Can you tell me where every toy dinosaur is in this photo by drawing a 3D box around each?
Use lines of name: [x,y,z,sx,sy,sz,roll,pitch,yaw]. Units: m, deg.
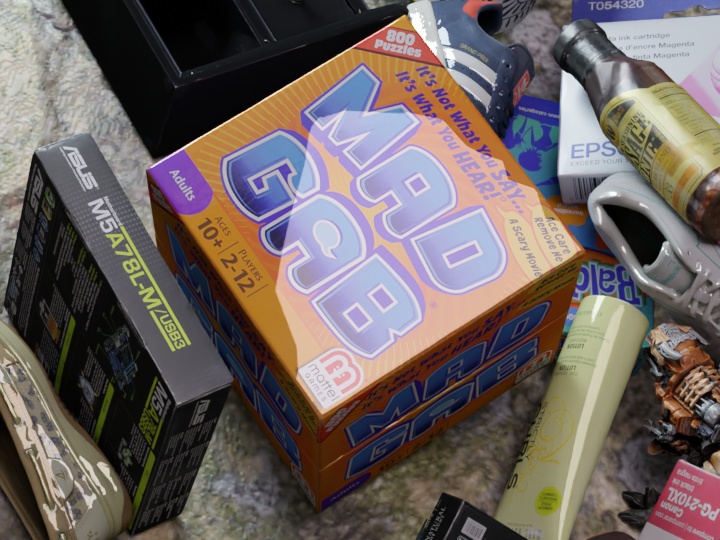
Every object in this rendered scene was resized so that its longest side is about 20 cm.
toy dinosaur: [0.245,0.136,1.525,0.102,0.136,0.201,-2,60,-18]

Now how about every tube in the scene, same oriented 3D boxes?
tube: [0.140,0.112,1.526,0.052,0.058,0.200,22,69,6]

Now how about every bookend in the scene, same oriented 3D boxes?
bookend: [-0.104,-0.211,1.656,0.200,0.092,0.199,-20,67,-27]

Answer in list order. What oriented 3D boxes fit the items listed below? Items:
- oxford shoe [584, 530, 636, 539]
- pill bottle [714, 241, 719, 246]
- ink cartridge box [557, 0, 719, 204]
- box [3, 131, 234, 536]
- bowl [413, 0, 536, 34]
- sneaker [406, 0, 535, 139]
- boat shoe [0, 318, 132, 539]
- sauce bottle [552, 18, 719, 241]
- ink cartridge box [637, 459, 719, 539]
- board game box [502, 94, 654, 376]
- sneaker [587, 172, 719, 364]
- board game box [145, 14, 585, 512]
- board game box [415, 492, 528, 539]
oxford shoe: [0.125,0.231,1.470,0.071,0.073,0.200,45,59,12]
pill bottle: [0.310,0.000,1.639,0.112,0.112,0.201,-8,62,-20]
ink cartridge box: [0.246,-0.142,1.650,0.196,0.043,0.201,-3,57,12]
box: [-0.159,0.044,1.423,0.047,0.200,0.193,-24,68,-26]
bowl: [0.100,-0.291,1.715,0.200,0.094,0.201,19,60,-37]
sneaker: [0.090,-0.118,1.614,0.084,0.075,0.201,-9,60,-4]
boat shoe: [-0.228,0.099,1.446,0.063,0.073,0.200,-33,74,-33]
sauce bottle: [0.205,-0.103,1.571,0.066,0.066,0.200,-18,47,-25]
ink cartridge box: [0.222,0.243,1.404,0.145,0.084,0.200,31,85,-32]
board game box: [0.140,-0.032,1.648,0.152,0.045,0.201,11,58,-9]
sneaker: [0.230,0.012,1.547,0.200,0.070,0.080,41,16,11]
board game box: [0.000,0.000,1.470,0.200,0.200,0.200,-32,72,-13]
board game box: [0.094,0.241,1.396,0.200,0.028,0.136,34,79,-32]
